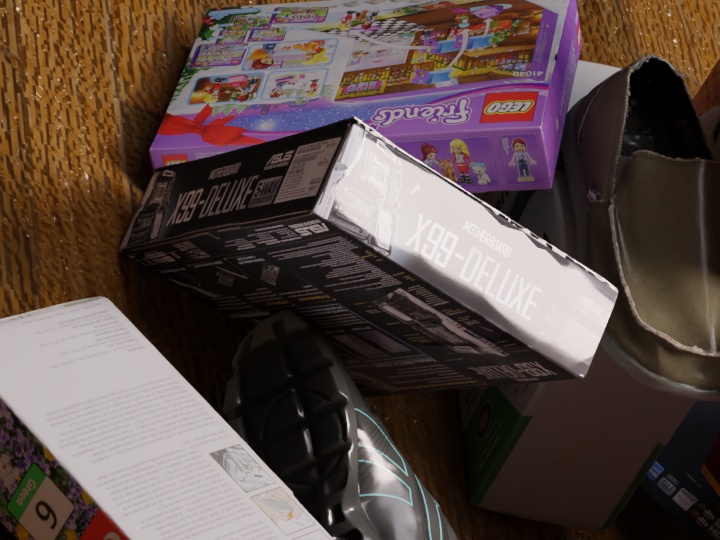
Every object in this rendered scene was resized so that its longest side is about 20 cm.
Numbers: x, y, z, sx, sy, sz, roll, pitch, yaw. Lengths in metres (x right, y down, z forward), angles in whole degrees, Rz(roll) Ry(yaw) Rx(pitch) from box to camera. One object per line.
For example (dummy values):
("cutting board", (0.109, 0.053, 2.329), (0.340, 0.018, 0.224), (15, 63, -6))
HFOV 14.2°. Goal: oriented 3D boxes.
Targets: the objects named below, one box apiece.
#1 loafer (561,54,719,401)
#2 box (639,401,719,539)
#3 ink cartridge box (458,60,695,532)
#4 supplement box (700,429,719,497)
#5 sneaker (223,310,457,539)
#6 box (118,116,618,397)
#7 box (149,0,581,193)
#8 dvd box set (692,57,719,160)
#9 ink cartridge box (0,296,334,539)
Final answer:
("loafer", (0.143, -0.025, 1.382), (0.075, 0.070, 0.200), (5, 48, -22))
("box", (0.245, 0.097, 1.520), (0.200, 0.160, 0.044), (43, 3, 16))
("ink cartridge box", (0.109, 0.009, 1.491), (0.083, 0.147, 0.200), (11, 44, -16))
("supplement box", (0.252, 0.093, 1.382), (0.103, 0.200, 0.131), (-30, 72, -13))
("sneaker", (-0.004, 0.114, 1.348), (0.079, 0.075, 0.200), (6, 60, -58))
("box", (0.000, 0.000, 1.347), (0.158, 0.200, 0.050), (31, 71, -23))
("box", (0.005, -0.088, 1.457), (0.137, 0.199, 0.039), (-73, 156, -53))
("dvd box set", (0.198, -0.050, 1.386), (0.029, 0.200, 0.147), (2, 69, -10))
("ink cartridge box", (-0.091, 0.100, 1.229), (0.200, 0.050, 0.109), (46, 31, 20))
